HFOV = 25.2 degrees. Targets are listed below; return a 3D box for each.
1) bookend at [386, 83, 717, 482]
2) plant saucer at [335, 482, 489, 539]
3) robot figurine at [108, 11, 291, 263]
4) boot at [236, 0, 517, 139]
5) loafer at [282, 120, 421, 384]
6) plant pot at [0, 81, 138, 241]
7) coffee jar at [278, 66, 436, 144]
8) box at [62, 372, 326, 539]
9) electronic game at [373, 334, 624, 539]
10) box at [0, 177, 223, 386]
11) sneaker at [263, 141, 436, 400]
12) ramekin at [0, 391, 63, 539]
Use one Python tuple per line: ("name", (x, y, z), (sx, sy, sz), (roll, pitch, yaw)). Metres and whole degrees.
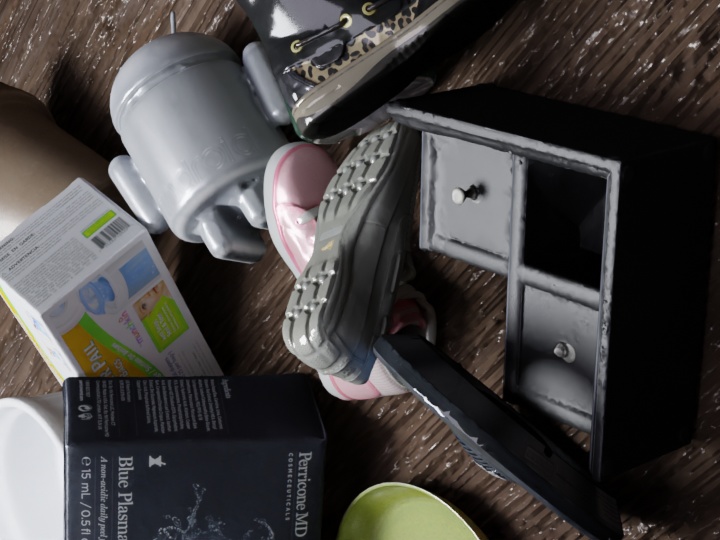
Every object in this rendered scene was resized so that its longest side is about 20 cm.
("bookend", (0.113, -0.001, 1.023), (0.200, 0.092, 0.200), (22, 118, 45))
("plant saucer", (0.056, 0.254, 1.216), (0.200, 0.031, 0.201), (17, 113, 46))
("robot figurine", (-0.122, -0.103, 1.250), (0.169, 0.113, 0.200), (-37, 71, 16))
("boot", (0.007, -0.197, 1.034), (0.200, 0.073, 0.151), (-37, 74, 10))
("loafer", (0.006, -0.015, 1.110), (0.070, 0.070, 0.201), (-15, 46, 48))
("plant pot", (-0.294, -0.052, 1.429), (0.174, 0.200, 0.201), (20, 118, 26))
("coffee jar", (-0.030, -0.198, 1.129), (0.104, 0.085, 0.201), (-31, 76, 36))
("box", (-0.135, 0.194, 1.271), (0.118, 0.199, 0.198), (-116, 28, -65))
("electronic game", (0.088, 0.108, 1.029), (0.042, 0.200, 0.200), (-51, 55, 1))
("box", (-0.210, 0.043, 1.333), (0.101, 0.112, 0.200), (35, 158, 40))
("sneaker", (0.000, 0.000, 1.168), (0.104, 0.075, 0.201), (-1, 108, 54))
("ramekin", (-0.276, 0.208, 1.537), (0.200, 0.097, 0.201), (19, 116, 45))
